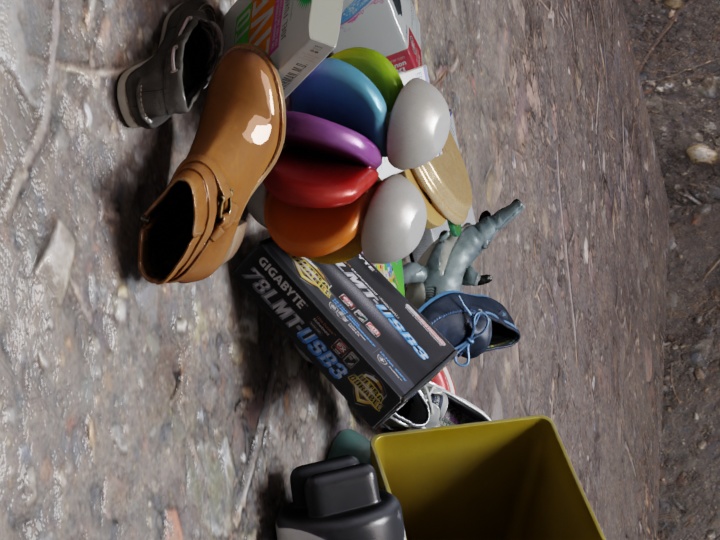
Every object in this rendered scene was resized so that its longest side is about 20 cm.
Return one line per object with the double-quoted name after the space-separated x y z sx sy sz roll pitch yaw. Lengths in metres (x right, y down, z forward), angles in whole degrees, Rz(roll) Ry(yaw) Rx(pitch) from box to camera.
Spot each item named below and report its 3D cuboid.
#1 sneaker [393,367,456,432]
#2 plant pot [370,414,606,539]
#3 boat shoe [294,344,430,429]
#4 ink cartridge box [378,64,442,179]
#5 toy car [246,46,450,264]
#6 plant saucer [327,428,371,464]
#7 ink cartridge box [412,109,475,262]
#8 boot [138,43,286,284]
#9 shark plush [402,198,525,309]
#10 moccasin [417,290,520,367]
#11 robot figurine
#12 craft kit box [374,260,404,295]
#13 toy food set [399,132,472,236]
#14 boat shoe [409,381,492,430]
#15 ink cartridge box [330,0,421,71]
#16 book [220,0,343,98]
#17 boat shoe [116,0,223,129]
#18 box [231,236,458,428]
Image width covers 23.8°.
0.065 0.189 1.967 0.116 0.078 0.201 -40 122 -70 "sneaker"
0.120 0.290 1.767 0.200 0.199 0.177 -110 -161 -48 "plant pot"
0.003 0.093 1.732 0.072 0.068 0.200 -52 123 -25 "boat shoe"
-0.013 -0.131 1.692 0.199 0.039 0.100 -22 111 -30 "ink cartridge box"
-0.027 -0.105 1.537 0.150 0.174 0.201 3 103 -67 "toy car"
0.007 0.270 1.832 0.200 0.036 0.201 -5 90 -73 "plant saucer"
0.101 -0.079 2.201 0.200 0.040 0.201 -61 142 -60 "ink cartridge box"
-0.128 -0.085 1.398 0.155 0.076 0.201 -27 138 -73 "boot"
0.125 -0.004 2.059 0.083 0.200 0.091 45 -8 22 "shark plush"
0.127 0.064 1.983 0.200 0.068 0.081 -11 133 -54 "moccasin"
-0.012 0.281 1.623 0.150 0.124 0.201 -31 114 -70 "robot figurine"
0.000 0.000 1.871 0.200 0.048 0.199 -6 93 -72 "craft kit box"
0.066 -0.132 1.890 0.201 0.048 0.198 68 17 13 "toy food set"
0.070 0.152 1.900 0.200 0.068 0.072 35 57 -34 "boat shoe"
-0.005 -0.299 1.799 0.146 0.082 0.201 -89 159 -54 "ink cartridge box"
-0.068 -0.210 1.505 0.048 0.200 0.134 18 62 -22 "book"
-0.144 -0.175 1.444 0.200 0.057 0.067 -65 146 -56 "boat shoe"
-0.011 0.043 1.644 0.200 0.050 0.198 47 21 6 "box"
